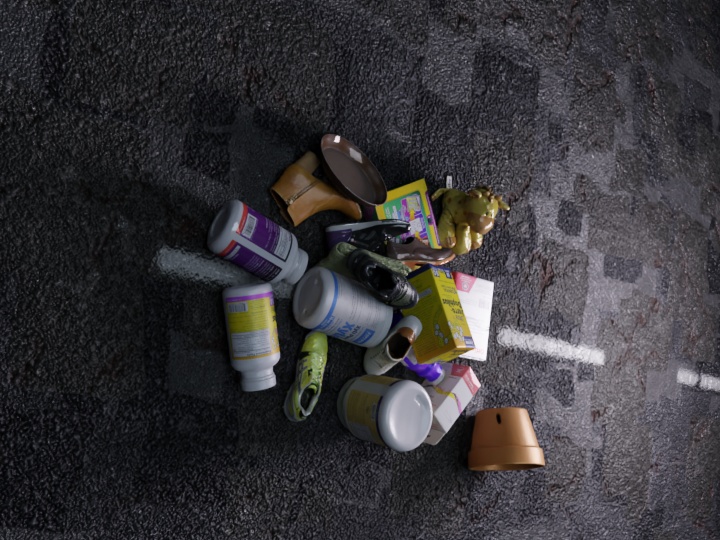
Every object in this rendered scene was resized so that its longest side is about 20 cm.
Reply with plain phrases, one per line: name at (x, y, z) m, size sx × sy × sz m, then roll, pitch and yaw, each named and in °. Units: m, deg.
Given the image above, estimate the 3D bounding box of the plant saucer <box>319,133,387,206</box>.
plant saucer at (-0.020, -0.217, 1.456) m, size 0.198 × 0.032 × 0.203 m, roll 34°, pitch 33°, yaw -25°

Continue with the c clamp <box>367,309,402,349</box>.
c clamp at (0.078, 0.133, 1.579) m, size 0.167 × 0.027 × 0.207 m, roll -15°, pitch 99°, yaw -30°

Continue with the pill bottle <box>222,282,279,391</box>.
pill bottle at (-0.217, 0.132, 1.311) m, size 0.102 × 0.103 × 0.207 m, roll -9°, pitch 94°, yaw -35°

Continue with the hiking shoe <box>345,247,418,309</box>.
hiking shoe at (0.055, 0.036, 1.359) m, size 0.198 × 0.101 × 0.077 m, roll 33°, pitch 98°, yaw -31°

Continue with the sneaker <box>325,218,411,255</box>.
sneaker at (0.020, -0.065, 1.470) m, size 0.193 × 0.076 × 0.091 m, roll -6°, pitch 89°, yaw 3°

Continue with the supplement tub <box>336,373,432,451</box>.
supplement tub at (0.049, 0.308, 1.442) m, size 0.142 × 0.198 × 0.151 m, roll 1°, pitch 88°, yaw -34°

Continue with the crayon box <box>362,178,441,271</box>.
crayon box at (0.103, -0.100, 1.581) m, size 0.169 × 0.058 × 0.206 m, roll -22°, pitch 102°, yaw -33°

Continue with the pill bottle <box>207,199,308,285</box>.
pill bottle at (-0.204, -0.049, 1.321) m, size 0.198 × 0.111 × 0.115 m, roll 32°, pitch 71°, yaw -31°

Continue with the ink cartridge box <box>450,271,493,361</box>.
ink cartridge box at (0.258, 0.119, 1.672) m, size 0.142 × 0.083 × 0.207 m, roll 14°, pitch 80°, yaw -35°

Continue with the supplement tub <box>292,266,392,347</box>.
supplement tub at (-0.039, 0.082, 1.421) m, size 0.197 × 0.130 × 0.136 m, roll 22°, pitch 76°, yaw -36°

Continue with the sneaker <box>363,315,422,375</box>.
sneaker at (0.057, 0.183, 1.461) m, size 0.072 × 0.201 × 0.085 m, roll 38°, pitch 36°, yaw 0°

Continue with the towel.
towel at (0.000, 0.000, 1.448) m, size 0.195 × 0.148 × 0.038 m, roll 15°, pitch 59°, yaw -27°

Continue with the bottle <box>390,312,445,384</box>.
bottle at (0.129, 0.192, 1.559) m, size 0.200 × 0.065 × 0.084 m, roll 48°, pitch 65°, yaw -24°

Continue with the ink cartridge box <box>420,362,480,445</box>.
ink cartridge box at (0.189, 0.321, 1.595) m, size 0.200 × 0.115 × 0.068 m, roll -46°, pitch 114°, yaw -28°

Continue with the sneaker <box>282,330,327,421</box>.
sneaker at (-0.103, 0.227, 1.408) m, size 0.074 × 0.076 × 0.206 m, roll 22°, pitch 74°, yaw -31°

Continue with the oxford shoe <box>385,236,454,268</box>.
oxford shoe at (0.143, -0.046, 1.533) m, size 0.195 × 0.070 × 0.076 m, roll -6°, pitch 90°, yaw -35°

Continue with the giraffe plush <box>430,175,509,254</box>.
giraffe plush at (0.287, -0.147, 1.652) m, size 0.169 × 0.160 × 0.206 m, roll -18°, pitch 100°, yaw -34°

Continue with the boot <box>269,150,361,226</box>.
boot at (-0.099, -0.144, 1.432) m, size 0.202 × 0.070 × 0.145 m, roll 47°, pitch 66°, yaw -18°

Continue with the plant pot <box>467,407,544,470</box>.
plant pot at (0.371, 0.439, 1.694) m, size 0.196 × 0.198 × 0.145 m, roll 13°, pitch 64°, yaw -34°

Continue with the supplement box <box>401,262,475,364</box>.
supplement box at (0.171, 0.102, 1.510) m, size 0.108 × 0.108 × 0.206 m, roll 10°, pitch 59°, yaw -54°
